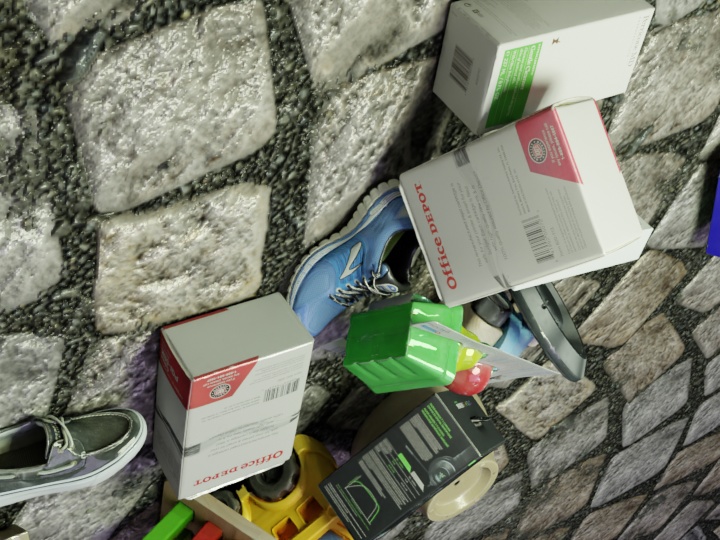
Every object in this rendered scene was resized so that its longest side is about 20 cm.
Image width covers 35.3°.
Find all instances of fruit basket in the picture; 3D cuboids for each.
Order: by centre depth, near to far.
[{"bbox_3d":[0.088,0.091,1.244,0.199,0.095,0.185,15,161,-37],"label":"fruit basket"}]

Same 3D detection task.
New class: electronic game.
[{"bbox_3d":[0.212,0.042,1.350,0.041,0.201,0.200,-30,149,16],"label":"electronic game"}]

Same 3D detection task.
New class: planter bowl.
[{"bbox_3d":[0.104,0.255,1.549,0.199,0.135,0.201,-25,144,-19],"label":"planter bowl"}]

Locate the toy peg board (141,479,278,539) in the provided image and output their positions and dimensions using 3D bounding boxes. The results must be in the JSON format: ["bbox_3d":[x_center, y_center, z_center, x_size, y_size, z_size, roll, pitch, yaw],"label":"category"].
[{"bbox_3d":[-0.181,0.379,1.341,0.098,0.198,0.201,-44,157,-44],"label":"toy peg board"}]

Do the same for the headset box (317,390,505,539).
[{"bbox_3d":[0.072,0.231,1.382,0.200,0.093,0.174,-40,167,11],"label":"headset box"}]

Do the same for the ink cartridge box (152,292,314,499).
[{"bbox_3d":[-0.142,0.137,1.222,0.146,0.083,0.201,-16,140,-30],"label":"ink cartridge box"}]

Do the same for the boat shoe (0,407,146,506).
[{"bbox_3d":[-0.307,0.180,1.123,0.199,0.072,0.071,-20,146,-23],"label":"boat shoe"}]

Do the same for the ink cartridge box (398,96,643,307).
[{"bbox_3d":[0.152,-0.064,1.102,0.199,0.148,0.082,-21,180,43],"label":"ink cartridge box"}]

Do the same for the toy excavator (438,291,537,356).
[{"bbox_3d":[0.179,0.072,1.425,0.199,0.195,0.100,30,110,-25],"label":"toy excavator"}]

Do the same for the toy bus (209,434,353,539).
[{"bbox_3d":[-0.088,0.339,1.413,0.200,0.192,0.136,-39,148,2],"label":"toy bus"}]

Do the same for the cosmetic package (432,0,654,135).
[{"bbox_3d":[0.180,-0.219,1.118,0.199,0.085,0.108,-19,140,-26],"label":"cosmetic package"}]

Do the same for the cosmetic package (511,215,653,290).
[{"bbox_3d":[0.206,-0.059,1.268,0.199,0.151,0.052,-13,139,-35],"label":"cosmetic package"}]

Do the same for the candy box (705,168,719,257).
[{"bbox_3d":[0.579,-0.083,1.572,0.077,0.168,0.201,-58,155,-29],"label":"candy box"}]

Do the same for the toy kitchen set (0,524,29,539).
[{"bbox_3d":[-0.446,0.393,1.239,0.162,0.180,0.202,-17,101,-34],"label":"toy kitchen set"}]

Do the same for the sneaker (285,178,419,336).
[{"bbox_3d":[0.000,0.000,1.194,0.200,0.089,0.078,-48,145,16],"label":"sneaker"}]
